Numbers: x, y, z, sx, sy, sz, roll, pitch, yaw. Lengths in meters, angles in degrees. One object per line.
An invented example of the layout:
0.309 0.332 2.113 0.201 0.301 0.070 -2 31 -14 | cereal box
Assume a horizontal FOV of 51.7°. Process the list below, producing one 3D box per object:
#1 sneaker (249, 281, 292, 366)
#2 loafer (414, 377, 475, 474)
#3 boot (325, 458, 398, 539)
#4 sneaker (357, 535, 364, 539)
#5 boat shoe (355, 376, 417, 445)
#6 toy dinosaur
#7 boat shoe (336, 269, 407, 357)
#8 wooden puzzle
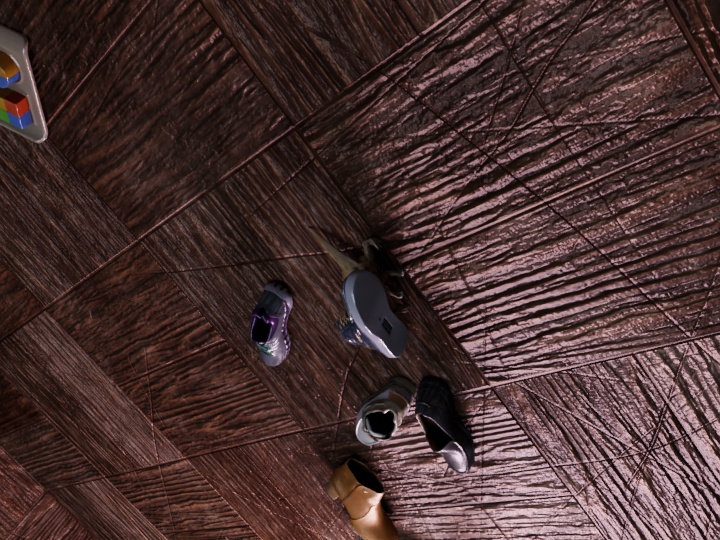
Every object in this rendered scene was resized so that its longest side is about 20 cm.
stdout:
-0.170 0.113 1.299 0.073 0.088 0.202 23 136 15 | sneaker
0.135 0.277 1.247 0.072 0.073 0.202 -7 123 37 | loafer
0.021 0.471 1.497 0.201 0.071 0.144 42 141 2 | boot
0.068 0.639 1.606 0.197 0.082 0.075 5 131 31 | sneaker
0.031 0.262 1.308 0.074 0.069 0.201 32 138 5 | boat shoe
0.000 0.000 1.106 0.200 0.058 0.101 42 139 -5 | toy dinosaur
-0.004 0.065 1.099 0.089 0.072 0.201 10 150 30 | boat shoe
-0.626 -0.326 1.254 0.183 0.046 0.202 26 137 13 | wooden puzzle
